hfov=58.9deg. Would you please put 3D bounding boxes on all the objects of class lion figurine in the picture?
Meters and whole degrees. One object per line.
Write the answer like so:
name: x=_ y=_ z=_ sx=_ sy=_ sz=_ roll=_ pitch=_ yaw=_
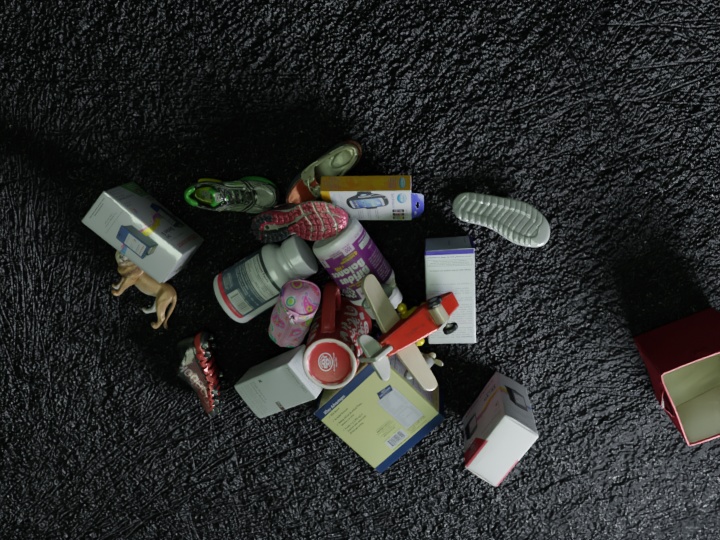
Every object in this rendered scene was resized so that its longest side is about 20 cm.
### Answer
lion figurine: x=-0.465 y=0.030 z=1.401 sx=0.122 sy=0.072 sz=0.200 roll=-45 pitch=113 yaw=3

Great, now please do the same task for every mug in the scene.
mug: x=-0.064 y=0.134 z=1.316 sx=0.133 sy=0.200 sz=0.178 roll=-32 pitch=102 yaw=15

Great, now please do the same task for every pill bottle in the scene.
pill bottle: x=-0.194 y=0.013 z=1.335 sx=0.199 sy=0.120 sz=0.120 roll=-30 pitch=102 yaw=13
pill bottle: x=0.000 y=0.000 z=1.310 sx=0.112 sy=0.112 sz=0.200 roll=-32 pitch=110 yaw=14

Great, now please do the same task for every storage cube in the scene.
storage cube: x=0.679 y=0.206 z=1.276 sx=0.199 sy=0.180 sz=0.172 roll=-24 pitch=103 yaw=13

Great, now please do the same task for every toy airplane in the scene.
toy airplane: x=0.078 y=0.121 z=1.240 sx=0.198 sy=0.141 sz=0.201 roll=12 pitch=93 yaw=-11

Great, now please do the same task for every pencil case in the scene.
pencil case: x=-0.137 y=0.091 z=1.294 sx=0.087 sy=0.088 sz=0.200 roll=26 pitch=151 yaw=-3

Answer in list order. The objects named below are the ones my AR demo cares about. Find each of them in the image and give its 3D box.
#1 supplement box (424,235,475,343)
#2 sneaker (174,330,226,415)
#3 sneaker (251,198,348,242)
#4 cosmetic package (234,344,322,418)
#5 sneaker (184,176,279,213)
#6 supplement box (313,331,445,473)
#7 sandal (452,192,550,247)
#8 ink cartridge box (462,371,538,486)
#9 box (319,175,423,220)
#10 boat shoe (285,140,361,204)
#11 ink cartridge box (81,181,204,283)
supplement box: x=0.185 y=0.040 z=1.315 sx=0.103 sy=0.101 sz=0.201 roll=-3 pitch=106 yaw=7
sneaker: x=-0.366 y=0.236 z=1.446 sx=0.097 sy=0.071 sz=0.202 roll=-8 pitch=104 yaw=8
sneaker: x=-0.118 y=-0.106 z=1.272 sx=0.199 sy=0.075 sz=0.081 roll=-1 pitch=113 yaw=20
cosmetic package: x=-0.173 y=0.244 z=1.391 sx=0.200 sy=0.074 sz=0.102 roll=-28 pitch=104 yaw=40
sneaker: x=-0.264 y=-0.148 z=1.310 sx=0.199 sy=0.085 sz=0.078 roll=-2 pitch=107 yaw=5
supplement box: x=0.044 y=0.283 z=1.386 sx=0.200 sy=0.134 sz=0.200 roll=43 pitch=106 yaw=-8
sandal: x=0.286 y=-0.109 z=1.290 sx=0.202 sy=0.050 sz=0.083 roll=24 pitch=94 yaw=11
ink cartridge box: x=0.287 y=0.327 z=1.341 sx=0.085 sy=0.200 sz=0.148 roll=30 pitch=107 yaw=-3
box: x=0.026 y=-0.143 z=1.269 sx=0.199 sy=0.119 sz=0.042 roll=-1 pitch=67 yaw=4
boat shoe: x=-0.079 y=-0.189 z=1.291 sx=0.200 sy=0.063 sz=0.071 roll=-37 pitch=102 yaw=16
ink cartridge box: x=-0.441 y=-0.081 z=1.316 sx=0.200 sy=0.145 sz=0.088 roll=42 pitch=105 yaw=-6
